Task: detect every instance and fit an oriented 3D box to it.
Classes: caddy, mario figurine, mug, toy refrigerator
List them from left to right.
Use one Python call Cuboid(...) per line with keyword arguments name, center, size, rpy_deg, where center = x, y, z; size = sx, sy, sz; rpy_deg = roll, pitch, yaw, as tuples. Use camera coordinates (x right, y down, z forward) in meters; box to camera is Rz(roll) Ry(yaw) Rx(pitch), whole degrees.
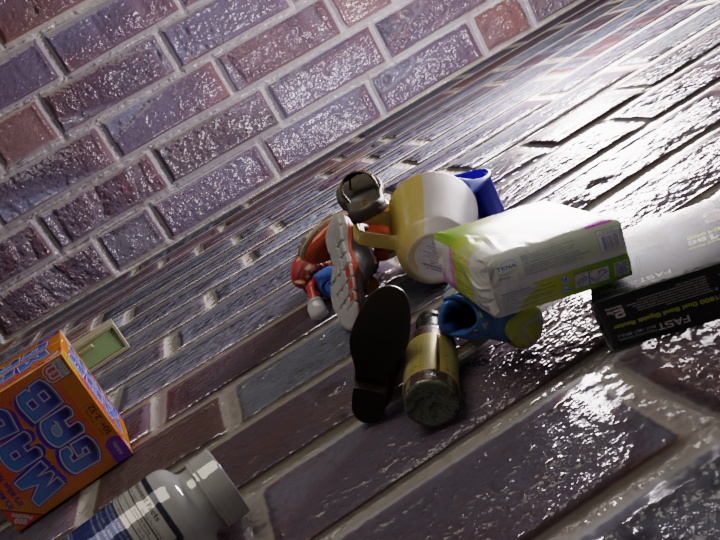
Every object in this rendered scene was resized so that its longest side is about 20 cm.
Cuboid(name="toy refrigerator", center=(-0.657, 0.206, 1.799), size=(0.200, 0.076, 0.070), rpy_deg=(-34, 17, -16))
Cuboid(name="mario figurine", center=(-0.047, 0.031, 1.338), size=(0.123, 0.106, 0.200), rpy_deg=(3, 9, -34))
Cuboid(name="mug", center=(0.098, -0.049, 1.184), size=(0.186, 0.150, 0.153), rpy_deg=(-23, 26, 16))
Cuboid(name="caddy", center=(0.154, -0.119, 1.337), size=(0.141, 0.105, 0.200), rpy_deg=(-41, 20, -32))

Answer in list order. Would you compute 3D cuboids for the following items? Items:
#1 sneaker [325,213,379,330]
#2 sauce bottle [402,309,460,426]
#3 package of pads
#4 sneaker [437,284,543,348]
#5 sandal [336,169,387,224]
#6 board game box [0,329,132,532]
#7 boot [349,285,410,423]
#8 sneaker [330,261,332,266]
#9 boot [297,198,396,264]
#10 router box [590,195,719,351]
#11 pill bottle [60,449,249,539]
Cuboid(name="sneaker", center=(0.000, 0.000, 1.205), size=(0.082, 0.201, 0.077), rpy_deg=(7, -27, -28))
Cuboid(name="sauce bottle", center=(0.084, 0.104, 0.880), size=(0.065, 0.065, 0.200), rpy_deg=(-25, 16, 16))
Cuboid(name="package of pads", center=(0.172, -0.019, 0.820), size=(0.154, 0.068, 0.200), rpy_deg=(-17, 13, -7))
Cuboid(name="sneaker", center=(0.127, 0.039, 0.907), size=(0.105, 0.076, 0.200), rpy_deg=(8, 4, -22))
Cuboid(name="sandal", center=(-0.006, -0.126, 1.200), size=(0.082, 0.055, 0.200), rpy_deg=(-29, 20, 7))
Cuboid(name="board game box", center=(-0.516, 0.247, 1.221), size=(0.200, 0.200, 0.200), rpy_deg=(-34, 18, -16))
Cuboid(name="boot", center=(0.036, 0.061, 0.931), size=(0.064, 0.187, 0.200), rpy_deg=(17, 28, 6))
Cuboid(name="sneaker", center=(-0.037, -0.017, 1.443), size=(0.200, 0.076, 0.092), rpy_deg=(-24, 23, 46))
Cuboid(name="boot", center=(-0.005, -0.049, 1.291), size=(0.200, 0.075, 0.107), rpy_deg=(-25, 55, -21))
Cuboid(name="router box", center=(0.339, -0.007, 0.778), size=(0.200, 0.062, 0.150), rpy_deg=(-22, 19, 24))
Cuboid(name="pill bottle", center=(-0.220, 0.280, 0.786), size=(0.200, 0.111, 0.111), rpy_deg=(-35, 17, -19))
